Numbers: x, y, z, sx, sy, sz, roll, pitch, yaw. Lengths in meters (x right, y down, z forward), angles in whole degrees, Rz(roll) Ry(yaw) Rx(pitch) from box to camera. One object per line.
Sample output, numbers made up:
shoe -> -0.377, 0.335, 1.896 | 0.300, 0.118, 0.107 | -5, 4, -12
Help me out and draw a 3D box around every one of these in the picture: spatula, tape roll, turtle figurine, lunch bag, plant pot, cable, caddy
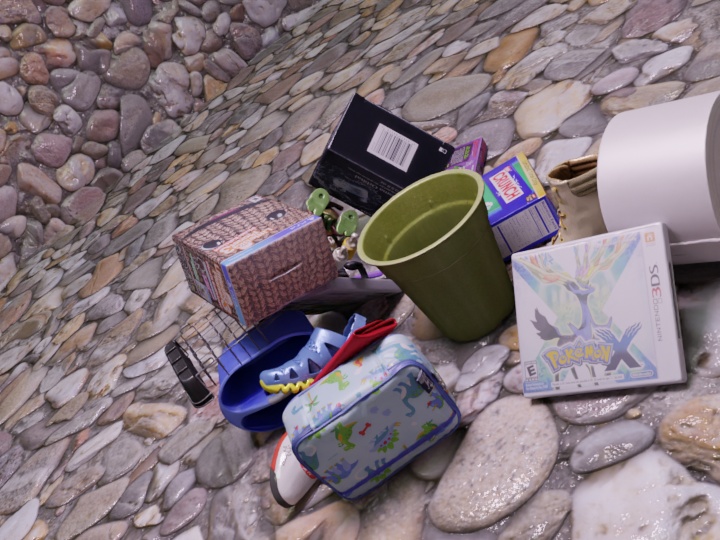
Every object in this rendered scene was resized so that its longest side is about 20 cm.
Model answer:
spatula -> 0.000, 0.000, 1.409 | 0.056, 0.021, 0.200 | -11, -9, 10
tape roll -> 0.402, -0.109, 1.090 | 0.138, 0.203, 0.203 | -7, 38, 44
turtle figurine -> -0.089, -0.057, 1.612 | 0.198, 0.145, 0.194 | -22, -7, -21
lunch bag -> 0.018, 0.187, 1.108 | 0.199, 0.161, 0.083 | -34, 38, 3
plant pot -> 0.128, -0.008, 1.257 | 0.199, 0.191, 0.201 | -27, 29, 16
cable -> -0.050, 0.004, 1.441 | 0.097, 0.200, 0.050 | -33, 69, -16
caddy -> -0.122, 0.157, 1.331 | 0.199, 0.142, 0.105 | -34, 33, 4

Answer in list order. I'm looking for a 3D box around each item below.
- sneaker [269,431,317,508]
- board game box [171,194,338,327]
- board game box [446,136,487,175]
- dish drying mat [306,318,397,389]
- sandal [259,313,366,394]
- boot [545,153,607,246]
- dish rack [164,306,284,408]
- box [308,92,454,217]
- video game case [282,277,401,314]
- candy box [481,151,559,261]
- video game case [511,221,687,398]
sneaker -> -0.046, 0.229, 1.213 | 0.107, 0.067, 0.202 | -18, 29, 35
board game box -> -0.157, -0.021, 1.293 | 0.159, 0.098, 0.199 | -29, 28, -25
board game box -> 0.168, -0.165, 1.643 | 0.119, 0.032, 0.201 | -23, 30, 32
dish drying mat -> -0.027, 0.126, 1.143 | 0.076, 0.018, 0.200 | -21, -21, -43
sandal -> -0.052, 0.121, 1.260 | 0.198, 0.088, 0.079 | -16, -3, -20
boot -> 0.278, -0.066, 1.212 | 0.199, 0.156, 0.073 | -21, 30, 26
dish rack -> -0.194, 0.095, 1.301 | 0.199, 0.055, 0.153 | -39, 31, -8
box -> 0.031, -0.182, 1.549 | 0.118, 0.195, 0.200 | -64, 6, -16
video game case -> -0.059, 0.043, 1.421 | 0.181, 0.022, 0.199 | -17, -11, 33
candy box -> 0.205, -0.081, 1.411 | 0.199, 0.077, 0.170 | -28, 27, 12
video game case -> 0.277, 0.051, 1.055 | 0.199, 0.022, 0.184 | -13, 74, 38
